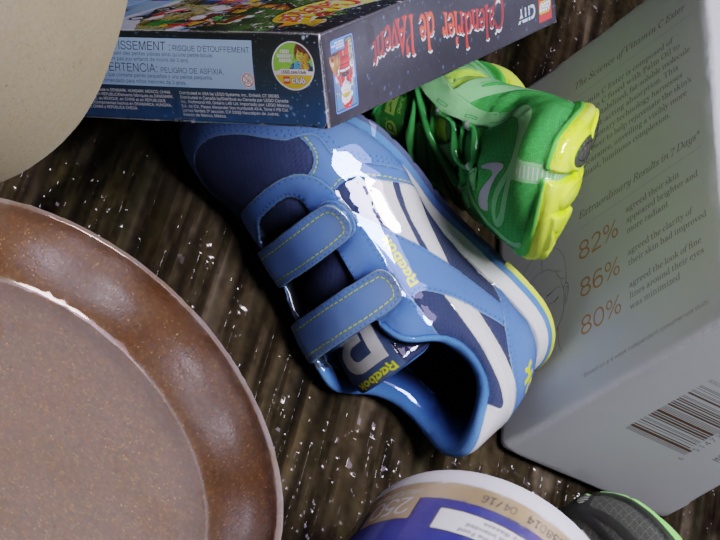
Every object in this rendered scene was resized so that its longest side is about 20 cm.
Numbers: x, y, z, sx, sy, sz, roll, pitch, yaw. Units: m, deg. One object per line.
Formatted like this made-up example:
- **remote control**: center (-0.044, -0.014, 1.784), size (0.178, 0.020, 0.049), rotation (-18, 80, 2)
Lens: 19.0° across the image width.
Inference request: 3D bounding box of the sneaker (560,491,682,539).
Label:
- **sneaker**: center (0.103, 0.180, 0.901), size (0.083, 0.077, 0.201), rotation (25, 49, -34)

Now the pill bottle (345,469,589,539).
- **pill bottle**: center (0.013, 0.176, 0.789), size (0.116, 0.116, 0.200), rotation (47, 42, -9)

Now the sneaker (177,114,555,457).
- **sneaker**: center (0.000, 0.000, 0.922), size (0.200, 0.074, 0.083), rotation (40, 47, -14)

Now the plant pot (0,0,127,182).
- **plant pot**: center (-0.162, -0.105, 0.776), size (0.135, 0.199, 0.201), rotation (65, 28, -45)

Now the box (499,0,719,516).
- **box**: center (0.151, -0.015, 1.010), size (0.106, 0.152, 0.201), rotation (24, 51, -29)

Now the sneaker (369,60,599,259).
- **sneaker**: center (0.046, -0.057, 0.955), size (0.083, 0.200, 0.075), rotation (16, 98, -17)

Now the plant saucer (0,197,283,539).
- **plant saucer**: center (-0.119, 0.061, 0.780), size (0.199, 0.034, 0.201), rotation (28, 37, -23)

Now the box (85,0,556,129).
- **box**: center (-0.021, -0.103, 0.905), size (0.200, 0.136, 0.038), rotation (-30, 119, -55)
